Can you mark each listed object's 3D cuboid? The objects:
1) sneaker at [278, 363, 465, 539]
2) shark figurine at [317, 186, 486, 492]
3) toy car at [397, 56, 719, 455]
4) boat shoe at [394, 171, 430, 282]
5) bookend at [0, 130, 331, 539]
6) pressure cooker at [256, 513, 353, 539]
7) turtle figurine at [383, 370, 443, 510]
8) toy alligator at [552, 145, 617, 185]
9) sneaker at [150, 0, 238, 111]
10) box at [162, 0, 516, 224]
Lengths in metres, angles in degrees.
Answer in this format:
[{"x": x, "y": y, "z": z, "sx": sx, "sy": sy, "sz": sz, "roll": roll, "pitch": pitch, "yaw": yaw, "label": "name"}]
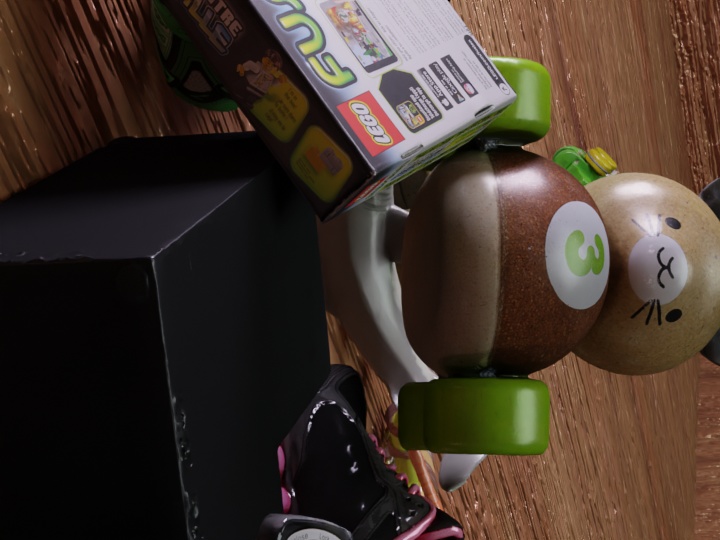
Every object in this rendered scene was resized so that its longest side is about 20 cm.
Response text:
[{"x": 0.000, "y": 0.111, "z": 0.746, "sx": 0.201, "sy": 0.094, "sz": 0.080, "roll": -84, "pitch": 161, "yaw": -54, "label": "sneaker"}, {"x": 0.000, "y": 0.022, "z": 0.899, "sx": 0.089, "sy": 0.128, "sz": 0.217, "roll": -12, "pitch": 76, "yaw": -35, "label": "shark figurine"}, {"x": 0.121, "y": 0.000, "z": 0.779, "sx": 0.158, "sy": 0.197, "sz": 0.167, "roll": 146, "pitch": -55, "yaw": -82, "label": "toy car"}, {"x": 0.019, "y": -0.049, "z": 1.013, "sx": 0.063, "sy": 0.072, "sz": 0.203, "roll": 23, "pitch": 62, "yaw": -64, "label": "boat shoe"}, {"x": -0.072, "y": 0.065, "z": 0.630, "sx": 0.200, "sy": 0.091, "sz": 0.201, "roll": -51, "pitch": 138, "yaw": -69, "label": "bookend"}, {"x": -0.053, "y": 0.163, "z": 0.439, "sx": 0.179, "sy": 0.198, "sz": 0.178, "roll": -49, "pitch": 132, "yaw": -49, "label": "pressure cooker"}, {"x": 0.029, "y": 0.132, "z": 1.021, "sx": 0.162, "sy": 0.064, "sz": 0.202, "roll": -81, "pitch": 165, "yaw": -53, "label": "turtle figurine"}, {"x": 0.232, "y": -0.108, "z": 1.802, "sx": 0.054, "sy": 0.059, "sz": 0.200, "roll": 47, "pitch": 16, "yaw": 6, "label": "toy alligator"}, {"x": -0.059, "y": -0.148, "z": 0.775, "sx": 0.201, "sy": 0.077, "sz": 0.086, "roll": -73, "pitch": 173, "yaw": -50, "label": "sneaker"}, {"x": -0.033, "y": -0.124, "z": 0.659, "sx": 0.201, "sy": 0.035, "sz": 0.110, "roll": 54, "pitch": 40, "yaw": 4, "label": "box"}]
